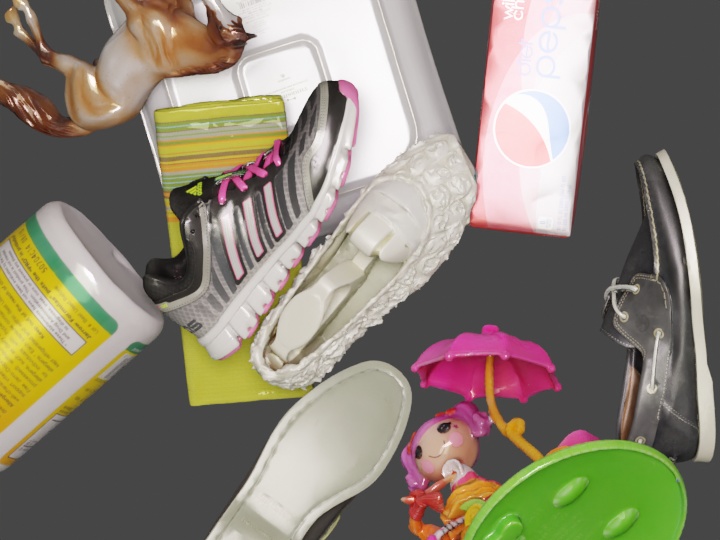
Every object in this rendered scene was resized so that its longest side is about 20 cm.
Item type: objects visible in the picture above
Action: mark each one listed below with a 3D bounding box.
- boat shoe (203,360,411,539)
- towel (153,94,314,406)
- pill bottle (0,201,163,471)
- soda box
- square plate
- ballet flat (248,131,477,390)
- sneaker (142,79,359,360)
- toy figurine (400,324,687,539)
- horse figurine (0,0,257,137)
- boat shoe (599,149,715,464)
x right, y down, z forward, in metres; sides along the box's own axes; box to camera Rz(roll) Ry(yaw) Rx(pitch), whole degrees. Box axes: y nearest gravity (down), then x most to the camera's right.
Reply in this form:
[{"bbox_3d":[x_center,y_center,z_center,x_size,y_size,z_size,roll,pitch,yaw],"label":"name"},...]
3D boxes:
[{"bbox_3d":[-0.043,0.142,1.709,0.072,0.061,0.201,40,77,1],"label":"boat shoe"},{"bbox_3d":[-0.080,-0.012,1.709,0.085,0.018,0.202,-4,106,6],"label":"towel"},{"bbox_3d":[-0.234,0.059,1.701,0.200,0.113,0.113,-41,89,6],"label":"pill bottle"},{"bbox_3d":[0.113,-0.124,1.688,0.069,0.063,0.202,6,93,5],"label":"soda box"},{"bbox_3d":[-0.049,-0.117,1.719,0.199,0.028,0.200,-17,91,5],"label":"square plate"},{"bbox_3d":[0.000,0.000,1.660,0.072,0.072,0.200,39,104,2],"label":"ballet flat"},{"bbox_3d":[-0.072,-0.041,1.652,0.087,0.074,0.201,28,111,-11],"label":"sneaker"},{"bbox_3d":[0.082,0.126,1.654,0.200,0.184,0.150,-46,131,15],"label":"toy figurine"},{"bbox_3d":[-0.161,-0.145,1.696,0.200,0.050,0.133,-39,87,31],"label":"horse figurine"},{"bbox_3d":[0.185,0.025,1.683,0.067,0.072,0.202,-4,94,1],"label":"boat shoe"}]
